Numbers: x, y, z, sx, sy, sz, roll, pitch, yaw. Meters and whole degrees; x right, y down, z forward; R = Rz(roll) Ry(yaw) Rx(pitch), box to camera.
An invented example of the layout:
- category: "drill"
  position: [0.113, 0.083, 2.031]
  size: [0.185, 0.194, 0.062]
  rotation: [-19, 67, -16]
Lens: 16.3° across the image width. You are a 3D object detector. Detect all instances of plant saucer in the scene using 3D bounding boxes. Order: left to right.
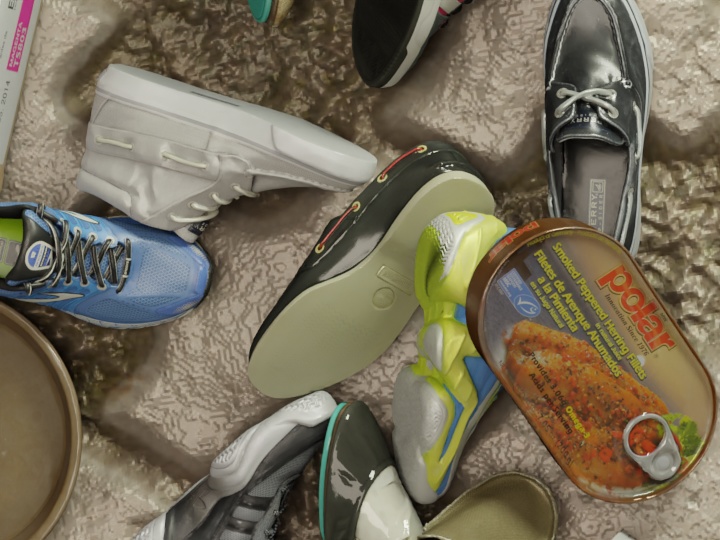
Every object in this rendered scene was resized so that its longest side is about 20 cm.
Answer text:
- category: "plant saucer"
  position: [-0.280, 0.111, 1.702]
  size: [0.199, 0.029, 0.201]
  rotation: [0, 90, 12]

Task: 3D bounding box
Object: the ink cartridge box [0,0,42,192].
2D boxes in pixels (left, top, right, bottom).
- category: "ink cartridge box"
  position: [-0.305, -0.165, 1.683]
  size: [0.164, 0.075, 0.201]
  rotation: [14, 92, 12]

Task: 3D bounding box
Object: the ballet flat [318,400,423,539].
- category: "ballet flat"
  position: [0.004, 0.185, 1.622]
  size: [0.068, 0.068, 0.201]
  rotation: [14, 104, 22]

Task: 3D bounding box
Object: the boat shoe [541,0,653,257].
- category: "boat shoe"
  position: [0.146, -0.092, 1.592]
  size: [0.071, 0.068, 0.201]
  rotation: [2, 91, 12]

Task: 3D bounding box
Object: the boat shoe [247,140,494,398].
- category: "boat shoe"
  position: [0.002, 0.002, 1.628]
  size: [0.201, 0.063, 0.074]
  rotation: [-46, 123, 11]

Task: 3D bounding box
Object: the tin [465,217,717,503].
- category: "tin"
  position: [0.144, 0.055, 1.564]
  size: [0.112, 0.042, 0.200]
  rotation: [-35, 113, 0]

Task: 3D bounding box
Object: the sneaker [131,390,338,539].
- category: "sneaker"
  position: [-0.065, 0.175, 1.638]
  size: [0.200, 0.075, 0.114]
  rotation: [-43, 86, 12]

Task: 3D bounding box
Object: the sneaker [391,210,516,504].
- category: "sneaker"
  position: [0.082, 0.059, 1.603]
  size: [0.105, 0.076, 0.201]
  rotation: [-1, 117, -18]

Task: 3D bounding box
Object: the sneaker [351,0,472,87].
- category: "sneaker"
  position: [0.076, -0.197, 1.602]
  size: [0.200, 0.120, 0.084]
  rotation: [-62, 40, 42]

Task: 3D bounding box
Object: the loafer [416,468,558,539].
- category: "loafer"
  position: [0.064, 0.188, 1.561]
  size: [0.076, 0.200, 0.067]
  rotation: [42, 142, 7]

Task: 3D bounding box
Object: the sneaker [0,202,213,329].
- category: "sneaker"
  position: [-0.196, -0.004, 1.646]
  size: [0.199, 0.089, 0.079]
  rotation: [7, 92, -3]

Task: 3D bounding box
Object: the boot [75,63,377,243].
- category: "boot"
  position: [-0.090, -0.062, 1.648]
  size: [0.199, 0.074, 0.096]
  rotation: [20, 100, 19]

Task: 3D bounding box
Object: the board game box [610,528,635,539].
- category: "board game box"
  position: [0.187, 0.217, 1.519]
  size: [0.126, 0.200, 0.035]
  rotation: [42, 96, 8]

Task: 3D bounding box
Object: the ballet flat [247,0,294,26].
- category: "ballet flat"
  position: [-0.052, -0.261, 1.631]
  size: [0.065, 0.070, 0.201]
  rotation: [-14, 104, -24]
